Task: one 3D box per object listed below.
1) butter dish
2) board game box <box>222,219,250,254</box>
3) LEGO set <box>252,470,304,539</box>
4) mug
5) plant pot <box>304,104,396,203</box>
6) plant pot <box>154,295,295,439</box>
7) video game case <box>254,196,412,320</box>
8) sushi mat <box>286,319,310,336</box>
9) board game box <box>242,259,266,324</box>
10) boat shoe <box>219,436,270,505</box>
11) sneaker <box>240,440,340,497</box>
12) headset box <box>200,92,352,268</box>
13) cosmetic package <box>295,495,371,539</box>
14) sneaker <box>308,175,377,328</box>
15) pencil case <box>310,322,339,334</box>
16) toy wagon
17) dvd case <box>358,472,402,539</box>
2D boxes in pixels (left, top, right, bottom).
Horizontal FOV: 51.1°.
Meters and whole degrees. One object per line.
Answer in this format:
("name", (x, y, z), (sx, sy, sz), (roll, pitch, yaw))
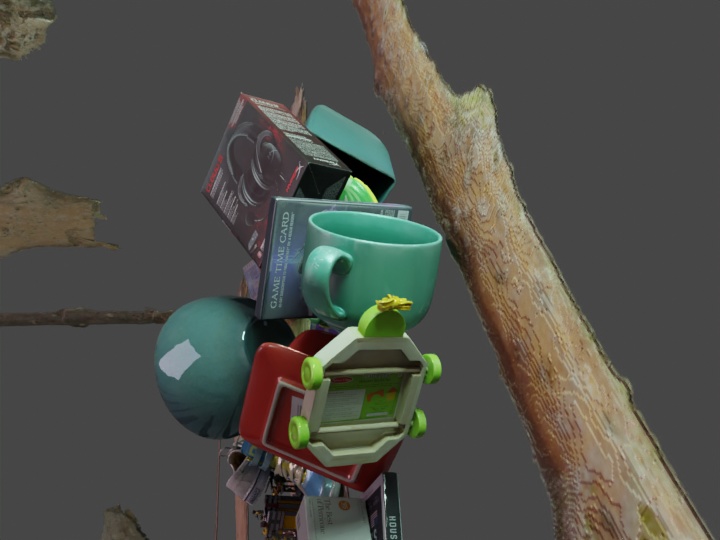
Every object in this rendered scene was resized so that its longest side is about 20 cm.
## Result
("butter dish", (-0.032, 0.151, 0.950), (0.148, 0.198, 0.201), (-64, -5, -49))
("board game box", (-0.116, -0.120, 1.243), (0.104, 0.103, 0.201), (-12, 36, 46))
("LEGO set", (-0.128, 0.418, 1.241), (0.200, 0.114, 0.156), (-119, 39, -67))
("mug", (-0.004, 0.007, 0.835), (0.152, 0.183, 0.116), (33, 119, 56))
("plant pot", (-0.045, -0.152, 1.107), (0.142, 0.140, 0.201), (-56, 18, 27))
("plant pot", (-0.162, 0.120, 1.038), (0.134, 0.199, 0.203), (-23, 57, 41))
("video game case", (-0.029, -0.013, 0.917), (0.019, 0.198, 0.145), (27, 112, 52))
("sushi mat", (-0.106, 0.122, 1.151), (0.095, 0.012, 0.202), (-38, 38, 39))
("board game box", (-0.095, -0.020, 1.222), (0.199, 0.041, 0.200), (-38, 24, 2))
("boat shoe", (-0.197, 0.319, 1.287), (0.075, 0.085, 0.202), (-57, 7, 15))
("sneaker", (-0.118, 0.306, 1.187), (0.200, 0.129, 0.081), (28, 98, 62))
("headset box", (-0.118, -0.118, 0.961), (0.200, 0.077, 0.150), (48, 119, 36))
("cosmetic package", (-0.023, 0.355, 0.856), (0.201, 0.081, 0.051), (-103, 28, -51))
("sneaker", (-0.025, -0.019, 0.965), (0.073, 0.083, 0.203), (17, 104, 37))
("pencil case", (-0.065, 0.045, 1.254), (0.201, 0.083, 0.086), (-101, -12, -54))
("toy wagon", (0.010, 0.113, 0.784), (0.040, 0.153, 0.203), (43, 125, 54))
("dvd case", (0.019, 0.363, 0.896), (0.151, 0.024, 0.202), (118, 154, -53))
